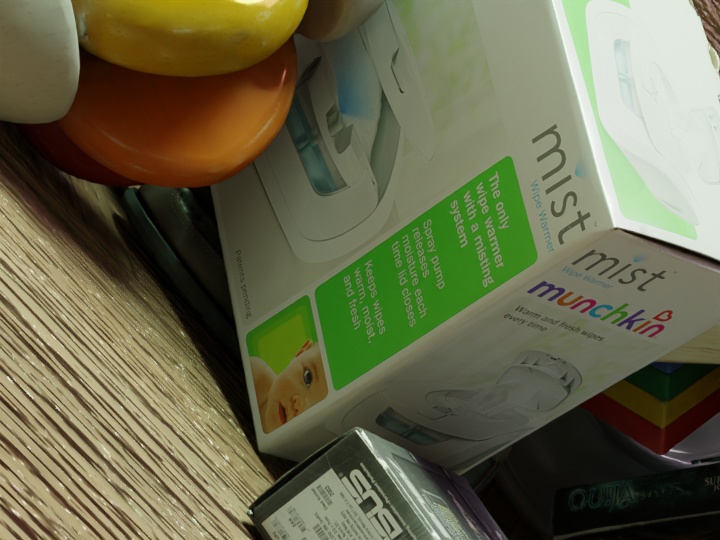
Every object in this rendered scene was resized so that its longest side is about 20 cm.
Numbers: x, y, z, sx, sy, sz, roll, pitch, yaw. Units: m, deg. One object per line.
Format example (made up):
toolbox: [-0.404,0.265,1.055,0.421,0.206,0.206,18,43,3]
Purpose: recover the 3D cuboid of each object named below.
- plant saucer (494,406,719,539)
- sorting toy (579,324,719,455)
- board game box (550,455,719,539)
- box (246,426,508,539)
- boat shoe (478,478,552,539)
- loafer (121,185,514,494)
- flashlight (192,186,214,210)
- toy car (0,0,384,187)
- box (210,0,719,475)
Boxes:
plant saucer: [0.152,0.051,1.251,0.200,0.200,0.050,52,-20,4]
sorting toy: [0.168,0.022,1.114,0.199,0.199,0.070,-87,180,-72]
board game box: [0.200,0.132,1.173,0.200,0.135,0.028,28,60,-40]
box: [0.056,0.151,0.859,0.200,0.048,0.158,54,5,17]
boat shoe: [0.097,0.136,1.281,0.200,0.071,0.069,43,-30,9]
loafer: [-0.014,0.024,1.037,0.200,0.063,0.072,49,6,-27]
flashlight: [-0.022,-0.029,1.072,0.200,0.068,0.068,42,45,-18]
toy car: [-0.091,-0.111,0.933,0.200,0.175,0.150,55,-28,35]
box: [0.038,-0.048,0.949,0.097,0.176,0.200,17,51,-42]
